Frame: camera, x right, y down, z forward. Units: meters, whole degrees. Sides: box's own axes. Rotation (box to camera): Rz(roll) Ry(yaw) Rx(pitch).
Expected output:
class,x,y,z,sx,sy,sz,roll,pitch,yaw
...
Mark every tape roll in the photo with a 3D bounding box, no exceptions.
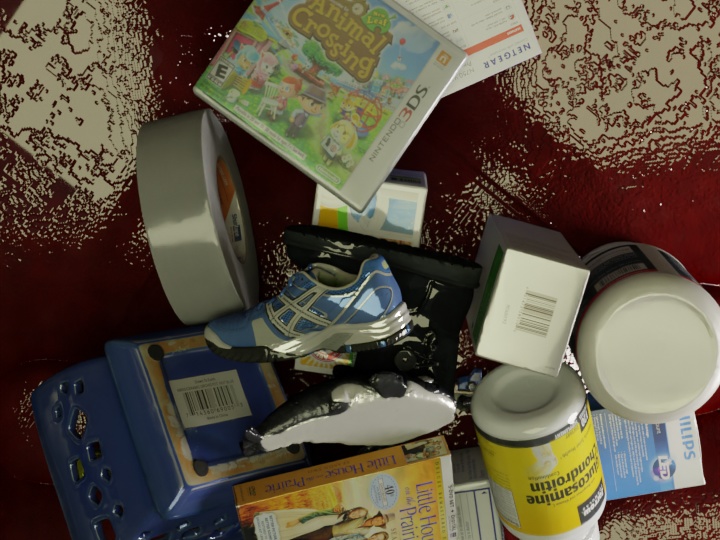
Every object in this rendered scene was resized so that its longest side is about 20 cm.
class,x,y,z,sx,sy,sz,roll,pitch,yaw
tape roll,-0.154,-0.051,1.196,0.065,0.200,0.203,-11,102,5

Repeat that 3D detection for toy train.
class,x,y,z,sx,sy,sz,roll,pitch,yaw
toy train,0.063,0.121,1.310,0.197,0.034,0.047,5,90,2

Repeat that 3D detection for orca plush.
class,x,y,z,sx,sy,sz,roll,pitch,yaw
orca plush,-0.016,0.122,1.119,0.197,0.071,0.106,-19,131,-5

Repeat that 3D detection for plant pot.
class,x,y,z,sx,sy,sz,roll,pitch,yaw
plant pot,-0.173,0.159,1.187,0.180,0.198,0.202,-39,66,44

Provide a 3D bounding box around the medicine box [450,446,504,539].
class,x,y,z,sx,sy,sz,roll,pitch,yaw
medicine box,0.055,0.300,1.313,0.197,0.103,0.185,-8,102,5

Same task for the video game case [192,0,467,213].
class,x,y,z,sx,sy,sz,roll,pitch,yaw
video game case,-0.028,-0.186,1.172,0.199,0.022,0.183,35,88,1

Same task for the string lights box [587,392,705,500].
class,x,y,z,sx,sy,sz,roll,pitch,yaw
string lights box,0.252,0.184,1.300,0.197,0.059,0.104,-10,102,5

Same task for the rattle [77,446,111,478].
class,x,y,z,sx,sy,sz,roll,pitch,yaw
rattle,-0.191,0.207,1.317,0.198,0.144,0.131,20,147,6

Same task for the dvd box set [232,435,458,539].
class,x,y,z,sx,sy,sz,roll,pitch,yaw
dvd box set,-0.009,0.234,1.138,0.197,0.030,0.148,-12,127,-7

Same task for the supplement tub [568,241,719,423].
class,x,y,z,sx,sy,sz,roll,pitch,yaw
supplement tub,0.268,0.052,1.198,0.138,0.200,0.143,1,103,3

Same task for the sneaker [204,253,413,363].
class,x,y,z,sx,sy,sz,roll,pitch,yaw
sneaker,-0.051,0.034,1.111,0.197,0.076,0.078,-10,101,19

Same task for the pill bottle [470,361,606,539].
class,x,y,z,sx,sy,sz,roll,pitch,yaw
pill bottle,0.179,0.193,1.205,0.110,0.113,0.202,-14,122,6

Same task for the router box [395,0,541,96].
class,x,y,z,sx,sy,sz,roll,pitch,yaw
router box,0.054,-0.258,1.218,0.198,0.049,0.181,-22,101,7

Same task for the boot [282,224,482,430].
class,x,y,z,sx,sy,sz,roll,pitch,yaw
boot,0.008,0.056,1.170,0.197,0.076,0.171,13,99,-8

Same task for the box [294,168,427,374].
class,x,y,z,sx,sy,sz,roll,pitch,yaw
box,0.000,0.000,1.250,0.111,0.101,0.203,7,103,0

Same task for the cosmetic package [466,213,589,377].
class,x,y,z,sx,sy,sz,roll,pitch,yaw
cosmetic package,0.156,0.019,1.197,0.084,0.200,0.109,15,100,-3

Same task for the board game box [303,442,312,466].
class,x,y,z,sx,sy,sz,roll,pitch,yaw
board game box,-0.076,0.293,1.261,0.034,0.135,0.203,1,66,-28
